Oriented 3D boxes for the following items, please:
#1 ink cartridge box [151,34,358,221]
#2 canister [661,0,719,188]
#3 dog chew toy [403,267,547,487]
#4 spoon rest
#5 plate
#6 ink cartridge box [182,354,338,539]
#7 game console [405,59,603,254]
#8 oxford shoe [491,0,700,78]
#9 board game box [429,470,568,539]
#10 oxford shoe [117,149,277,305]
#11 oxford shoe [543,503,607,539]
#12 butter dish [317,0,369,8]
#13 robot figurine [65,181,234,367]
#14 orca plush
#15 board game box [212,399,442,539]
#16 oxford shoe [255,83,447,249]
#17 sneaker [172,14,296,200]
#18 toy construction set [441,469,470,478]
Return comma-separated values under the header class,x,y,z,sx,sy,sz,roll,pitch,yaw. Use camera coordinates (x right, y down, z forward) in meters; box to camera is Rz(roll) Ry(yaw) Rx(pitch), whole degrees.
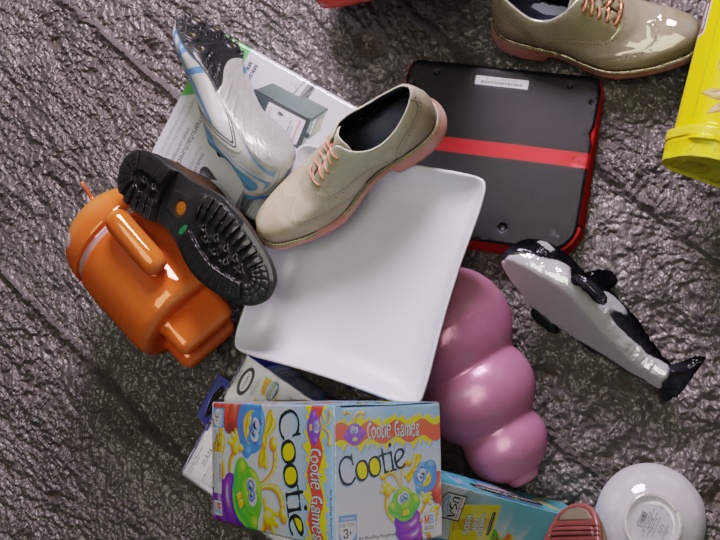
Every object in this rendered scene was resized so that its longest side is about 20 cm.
class,x,y,z,sx,sy,sz,roll,pitch,yaw
ink cartridge box,-0.085,-0.124,1.008,0.198,0.084,0.148,30,94,15
canister,0.356,-0.172,0.875,0.146,0.086,0.204,17,86,-13
dog chew toy,0.103,0.101,0.921,0.123,0.124,0.202,-30,82,10
spoon rest,0.237,0.270,0.910,0.098,0.061,0.202,29,80,14
plate,0.000,0.000,0.894,0.197,0.032,0.203,14,82,28
ink cartridge box,-0.079,0.173,0.985,0.198,0.076,0.138,31,92,14
game console,0.127,-0.109,0.983,0.196,0.031,0.180,9,82,15
oxford shoe,0.215,-0.228,0.929,0.196,0.074,0.072,7,72,14
board game box,0.099,0.263,0.874,0.047,0.198,0.153,23,91,54
oxford shoe,-0.134,-0.042,0.932,0.200,0.084,0.073,45,108,26
oxford shoe,0.187,0.302,0.850,0.070,0.074,0.204,-12,61,45
butter dish,0.068,-0.339,0.963,0.199,0.146,0.203,9,88,57
robot figurine,-0.210,0.001,0.994,0.200,0.143,0.117,45,110,14
orca plush,0.225,0.026,0.920,0.198,0.106,0.071,31,64,17
board game box,-0.033,0.160,0.829,0.199,0.103,0.105,-10,79,55
oxford shoe,-0.021,-0.095,0.872,0.199,0.074,0.071,-39,62,12
sneaker,-0.129,-0.155,0.947,0.073,0.071,0.202,-46,65,38
toy construction set,0.053,0.258,0.921,0.092,0.130,0.203,42,110,55
